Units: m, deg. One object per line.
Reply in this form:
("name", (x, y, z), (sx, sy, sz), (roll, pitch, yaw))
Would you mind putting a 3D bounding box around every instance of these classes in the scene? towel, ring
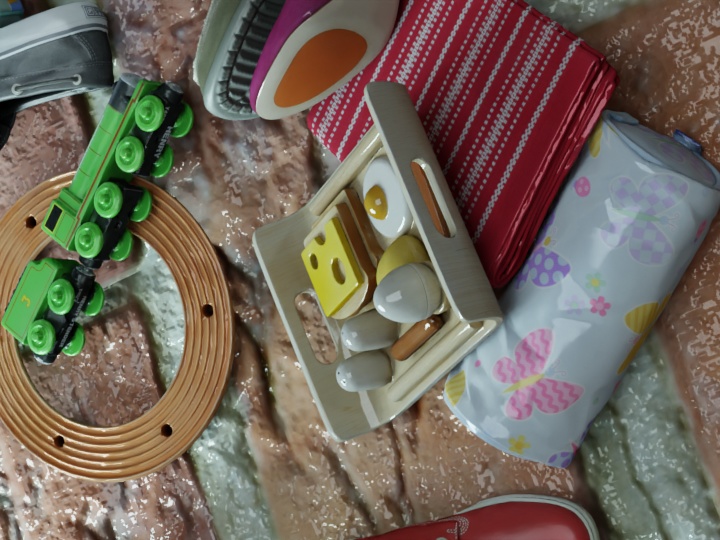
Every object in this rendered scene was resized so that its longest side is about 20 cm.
("towel", (0.053, -0.097, 1.232), (0.200, 0.022, 0.145), (42, 113, 43))
("ring", (-0.165, 0.035, 1.385), (0.199, 0.019, 0.202), (1, 93, 25))

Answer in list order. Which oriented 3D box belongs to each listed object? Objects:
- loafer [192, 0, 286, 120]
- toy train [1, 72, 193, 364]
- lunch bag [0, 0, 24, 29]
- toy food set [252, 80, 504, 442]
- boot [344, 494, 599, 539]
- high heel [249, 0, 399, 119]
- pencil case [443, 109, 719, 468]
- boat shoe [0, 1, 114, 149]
("loafer", (-0.050, -0.187, 1.295), (0.070, 0.075, 0.201), (29, 97, 45))
("toy train", (-0.167, -0.035, 1.352), (0.056, 0.042, 0.201), (36, 107, 31))
("lunch bag", (-0.326, -0.159, 1.373), (0.199, 0.160, 0.078), (-22, 84, 26))
("toy food set", (0.000, 0.000, 1.229), (0.144, 0.060, 0.200), (67, 150, 14))
("boot", (0.030, 0.179, 1.229), (0.199, 0.144, 0.073), (-15, 85, 24))
("high heel", (-0.012, -0.185, 1.260), (0.200, 0.067, 0.096), (-49, 50, 17))
("pencil case", (0.123, 0.010, 1.207), (0.090, 0.083, 0.201), (32, 107, 17))
("boat shoe", (-0.243, -0.108, 1.392), (0.199, 0.070, 0.067), (-20, 83, 18))
